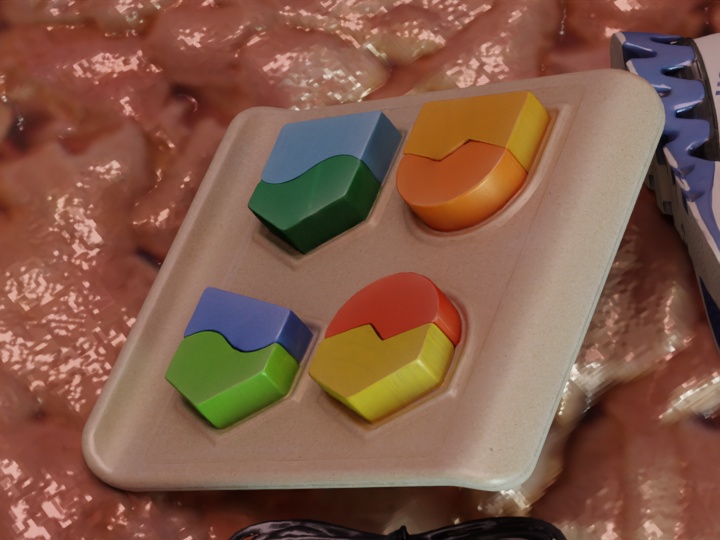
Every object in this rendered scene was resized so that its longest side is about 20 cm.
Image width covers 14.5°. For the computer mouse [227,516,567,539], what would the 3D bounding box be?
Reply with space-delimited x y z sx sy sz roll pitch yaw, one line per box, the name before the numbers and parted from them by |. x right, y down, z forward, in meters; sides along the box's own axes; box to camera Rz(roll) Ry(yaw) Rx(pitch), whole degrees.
computer mouse | 0.011 0.154 0.969 0.140 0.046 0.200 -4 29 10

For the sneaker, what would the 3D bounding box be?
sneaker | 0.176 -0.031 1.069 0.115 0.081 0.200 -18 54 -1

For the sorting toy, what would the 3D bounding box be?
sorting toy | 0.000 0.000 1.065 0.199 0.036 0.186 -1 52 37
